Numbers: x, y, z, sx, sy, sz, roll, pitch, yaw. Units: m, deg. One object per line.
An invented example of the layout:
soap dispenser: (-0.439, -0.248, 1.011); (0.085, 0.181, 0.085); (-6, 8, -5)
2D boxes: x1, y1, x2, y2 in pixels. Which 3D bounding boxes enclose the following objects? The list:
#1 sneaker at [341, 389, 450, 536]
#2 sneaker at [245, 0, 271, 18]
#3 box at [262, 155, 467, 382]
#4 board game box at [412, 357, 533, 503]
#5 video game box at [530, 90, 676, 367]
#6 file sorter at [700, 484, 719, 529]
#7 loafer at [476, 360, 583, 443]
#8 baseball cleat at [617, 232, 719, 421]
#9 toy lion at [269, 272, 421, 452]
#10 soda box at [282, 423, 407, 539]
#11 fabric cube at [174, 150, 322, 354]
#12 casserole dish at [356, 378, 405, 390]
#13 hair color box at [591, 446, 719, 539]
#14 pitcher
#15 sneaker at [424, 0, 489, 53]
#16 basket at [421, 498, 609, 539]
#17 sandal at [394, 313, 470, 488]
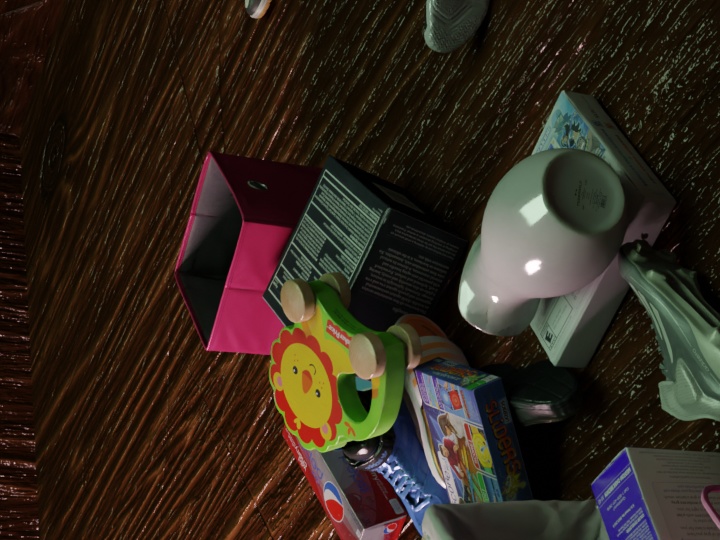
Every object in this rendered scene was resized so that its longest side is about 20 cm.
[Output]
sneaker: (0.038, 0.220, 1.513); (0.077, 0.111, 0.202); (-39, 60, 35)
sneaker: (-0.179, -0.508, 2.202); (0.075, 0.087, 0.203); (6, 91, 63)
box: (0.000, 0.000, 1.631); (0.200, 0.122, 0.200); (-62, 29, 11)
board game box: (0.119, 0.195, 1.375); (0.135, 0.034, 0.202); (14, 122, 65)
video game box: (0.206, -0.040, 1.330); (0.201, 0.046, 0.183); (-67, 33, 32)
file sorter: (0.338, 0.119, 0.922); (0.139, 0.124, 0.202); (-120, 43, -52)
loafer: (0.166, 0.136, 1.366); (0.073, 0.072, 0.200); (62, 161, -9)
baseball cleat: (0.263, 0.057, 1.161); (0.200, 0.069, 0.107); (-121, 44, -53)
toy lion: (-0.029, 0.115, 1.472); (0.200, 0.068, 0.194); (35, 126, 44)
soda box: (-0.022, 0.244, 1.663); (0.201, 0.063, 0.070); (57, 147, 34)
fabric cube: (-0.112, -0.019, 1.821); (0.197, 0.197, 0.202); (-122, 44, -53)
casserole dish: (0.030, 0.163, 1.665); (0.200, 0.038, 0.123); (-21, 66, 61)
hair color box: (0.265, 0.240, 1.069); (0.065, 0.108, 0.201); (121, 146, -42)
pitcher: (0.165, -0.051, 1.256); (0.200, 0.120, 0.173); (126, 155, -62)
sneaker: (0.101, -0.350, 1.594); (0.114, 0.075, 0.202); (15, 93, 65)
basket: (0.157, 0.314, 1.178); (0.198, 0.198, 0.162); (-131, 51, -57)
sandal: (0.097, 0.134, 1.496); (0.059, 0.078, 0.209); (-47, 52, 50)
